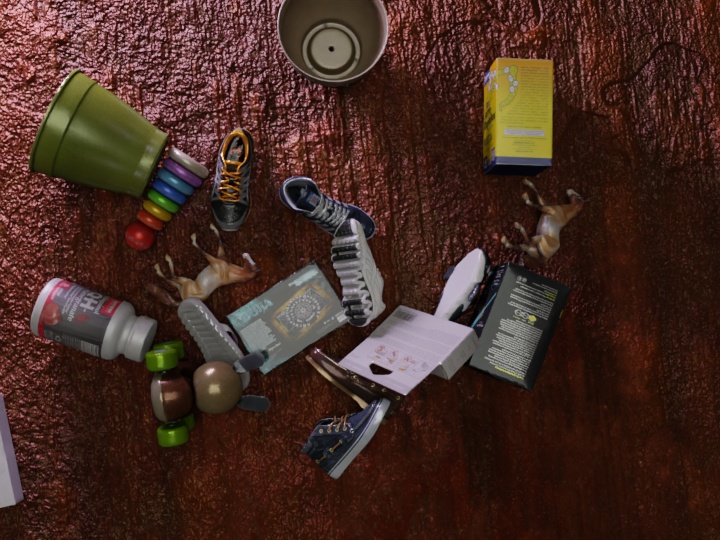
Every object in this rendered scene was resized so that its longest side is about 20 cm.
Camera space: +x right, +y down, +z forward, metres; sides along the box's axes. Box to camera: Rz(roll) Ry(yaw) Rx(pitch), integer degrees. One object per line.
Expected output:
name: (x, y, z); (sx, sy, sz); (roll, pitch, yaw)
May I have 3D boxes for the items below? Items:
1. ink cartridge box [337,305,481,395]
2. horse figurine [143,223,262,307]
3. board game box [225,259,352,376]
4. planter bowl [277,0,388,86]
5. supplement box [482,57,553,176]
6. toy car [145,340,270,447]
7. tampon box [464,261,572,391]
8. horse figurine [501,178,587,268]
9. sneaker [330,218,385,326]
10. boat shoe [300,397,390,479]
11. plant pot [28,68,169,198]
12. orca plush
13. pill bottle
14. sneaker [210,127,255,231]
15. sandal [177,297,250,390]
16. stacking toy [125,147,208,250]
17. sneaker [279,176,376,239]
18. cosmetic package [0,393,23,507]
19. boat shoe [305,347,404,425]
ink cartridge box: (0.084, 0.149, 1.394); (0.176, 0.200, 0.045); (-41, 121, -23)
horse figurine: (-0.301, 0.007, 1.468); (0.200, 0.050, 0.133); (-36, 89, -5)
board game box: (-0.134, 0.088, 1.485); (0.200, 0.028, 0.135); (-32, 89, -4)
planter bowl: (-0.053, -0.432, 1.468); (0.200, 0.135, 0.200); (0, 87, -4)
supplement box: (0.298, -0.289, 1.495); (0.109, 0.109, 0.200); (2, 86, -4)
toy car: (-0.266, 0.207, 1.405); (0.200, 0.158, 0.164); (-7, 95, -4)
tampon box: (0.277, 0.103, 1.449); (0.126, 0.150, 0.200); (23, 86, -2)
horse figurine: (0.346, -0.081, 1.497); (0.132, 0.050, 0.200); (29, 71, -21)
sneaker: (0.000, 0.000, 1.465); (0.081, 0.075, 0.200); (-19, 105, -45)
boat shoe: (-0.031, 0.289, 1.427); (0.091, 0.071, 0.200); (35, 115, 1)
plant pot: (-0.458, -0.226, 1.415); (0.193, 0.200, 0.201); (26, 85, -13)
orca plush: (0.200, 0.059, 1.489); (0.071, 0.105, 0.200); (26, 81, -33)
pill bottle: (-0.478, 0.096, 1.422); (0.200, 0.111, 0.111); (19, 86, -2)
sneaker: (-0.241, -0.174, 1.470); (0.078, 0.077, 0.200); (4, 88, -5)
sandal: (-0.260, 0.132, 1.460); (0.082, 0.050, 0.203); (-23, 103, 30)
stacking toy: (-0.369, -0.125, 1.460); (0.085, 0.085, 0.200); (33, 89, -1)
sneaker: (-0.062, -0.113, 1.461); (0.200, 0.109, 0.070); (26, 86, -2)
cosmetic package: (-0.677, 0.331, 1.425); (0.082, 0.051, 0.200); (-12, 87, -6)
boat shoe: (-0.008, 0.201, 1.466); (0.200, 0.070, 0.070); (39, 92, -9)
